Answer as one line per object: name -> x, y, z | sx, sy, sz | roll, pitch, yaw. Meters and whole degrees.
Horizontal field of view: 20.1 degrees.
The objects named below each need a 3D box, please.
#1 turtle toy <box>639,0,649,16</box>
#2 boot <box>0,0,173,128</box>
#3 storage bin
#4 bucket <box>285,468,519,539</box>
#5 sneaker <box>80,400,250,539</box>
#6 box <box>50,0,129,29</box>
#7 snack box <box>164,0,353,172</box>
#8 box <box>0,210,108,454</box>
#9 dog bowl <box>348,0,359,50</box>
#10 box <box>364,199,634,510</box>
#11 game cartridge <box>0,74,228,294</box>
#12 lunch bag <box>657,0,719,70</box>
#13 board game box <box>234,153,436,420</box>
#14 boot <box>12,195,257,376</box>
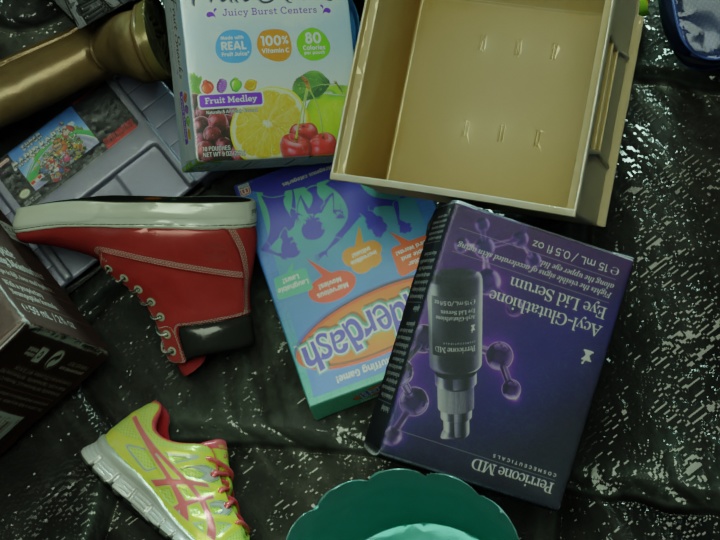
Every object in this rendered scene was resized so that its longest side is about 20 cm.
turtle toy -> 0.174, -0.239, 1.651 | 0.101, 0.146, 0.201 | -25, 70, 8
boot -> -0.250, -0.156, 1.664 | 0.199, 0.175, 0.067 | -23, 103, 2
storage bin -> 0.102, -0.146, 1.561 | 0.199, 0.094, 0.200 | 9, 86, 24
bucket -> 0.040, 0.257, 1.500 | 0.205, 0.135, 0.209 | -2, 72, 6
sneaker -> -0.124, 0.176, 1.579 | 0.200, 0.078, 0.090 | 40, 78, 18
box -> -0.213, -0.291, 1.701 | 0.157, 0.050, 0.200 | -31, 38, -12
snack box -> -0.080, -0.184, 1.609 | 0.141, 0.053, 0.202 | -4, 85, -21
box -> -0.338, 0.034, 1.591 | 0.164, 0.166, 0.200 | -42, 72, 5
dog bowl -> -0.074, -0.229, 1.724 | 0.111, 0.050, 0.201 | -29, 71, -3
box -> 0.102, 0.064, 1.535 | 0.147, 0.104, 0.201 | 16, 87, -6
game cartridge -> -0.225, -0.075, 1.699 | 0.200, 0.038, 0.130 | -38, 75, -6
lunch bag -> 0.336, -0.242, 1.632 | 0.198, 0.132, 0.137 | -10, 91, 6
board game box -> 0.000, 0.000, 1.639 | 0.151, 0.045, 0.201 | -20, 71, -1
boot -> -0.182, 0.012, 1.631 | 0.198, 0.072, 0.145 | 3, 99, 6
